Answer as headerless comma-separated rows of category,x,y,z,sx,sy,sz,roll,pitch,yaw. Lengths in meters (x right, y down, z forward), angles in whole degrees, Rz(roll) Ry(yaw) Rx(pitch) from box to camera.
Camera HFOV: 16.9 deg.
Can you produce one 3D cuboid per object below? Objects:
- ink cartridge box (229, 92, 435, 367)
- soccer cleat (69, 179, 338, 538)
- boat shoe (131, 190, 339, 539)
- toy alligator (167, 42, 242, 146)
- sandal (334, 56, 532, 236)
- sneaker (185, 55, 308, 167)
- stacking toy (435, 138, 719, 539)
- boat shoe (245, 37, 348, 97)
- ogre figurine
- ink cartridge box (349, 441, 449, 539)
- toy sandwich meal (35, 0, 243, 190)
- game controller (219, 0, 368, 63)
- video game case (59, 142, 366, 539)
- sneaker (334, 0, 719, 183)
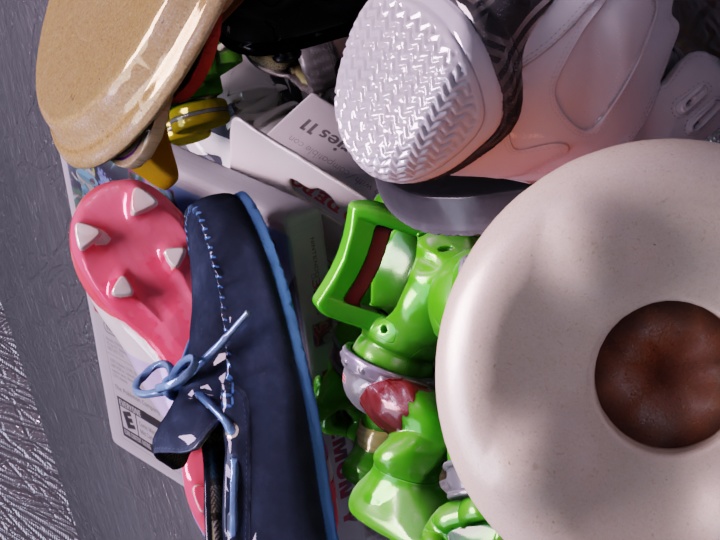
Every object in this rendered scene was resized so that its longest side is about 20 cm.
ink cartridge box,0.000,0.000,1.135,0.117,0.067,0.200,33,148,20
soccer cleat,-0.067,0.050,1.071,0.201,0.066,0.076,60,178,3
boat shoe,-0.052,0.066,0.980,0.084,0.068,0.201,108,151,-71
toy alligator,-0.094,-0.099,1.210,0.200,0.054,0.060,156,102,-71
sandal,0.032,-0.060,0.944,0.200,0.076,0.043,-133,34,-61
sneaker,-0.038,-0.068,1.272,0.130,0.079,0.200,125,131,-66
stacking toy,0.099,0.023,0.832,0.200,0.145,0.147,-69,-36,-83
boat shoe,-0.032,-0.128,1.197,0.201,0.066,0.072,-141,37,-66
ogre figurine,0.027,0.036,0.947,0.200,0.098,0.121,-74,-6,-76
ink cartridge box,0.058,0.150,1.126,0.200,0.050,0.161,50,149,-5
toy sandwich meal,-0.065,-0.126,0.992,0.205,0.070,0.206,-45,33,40
game controller,-0.036,-0.141,1.122,0.200,0.104,0.042,-134,39,-61
video game case,-0.071,0.030,1.135,0.200,0.023,0.183,25,130,49
sneaker,0.084,-0.104,0.789,0.200,0.114,0.075,-54,47,27
